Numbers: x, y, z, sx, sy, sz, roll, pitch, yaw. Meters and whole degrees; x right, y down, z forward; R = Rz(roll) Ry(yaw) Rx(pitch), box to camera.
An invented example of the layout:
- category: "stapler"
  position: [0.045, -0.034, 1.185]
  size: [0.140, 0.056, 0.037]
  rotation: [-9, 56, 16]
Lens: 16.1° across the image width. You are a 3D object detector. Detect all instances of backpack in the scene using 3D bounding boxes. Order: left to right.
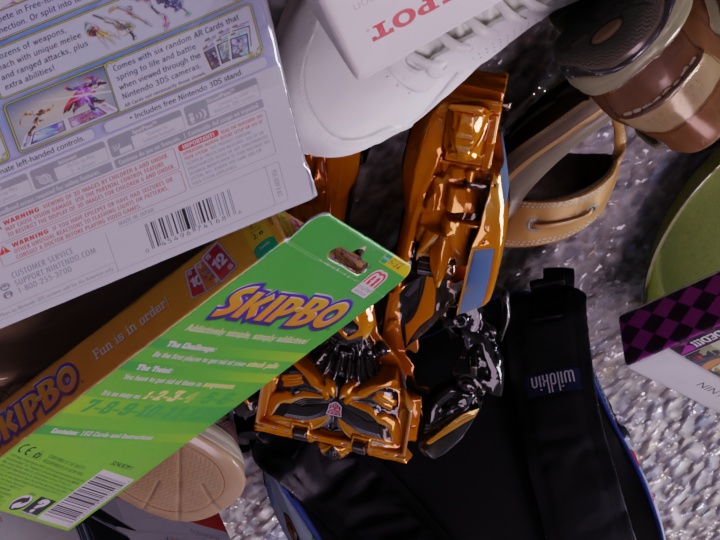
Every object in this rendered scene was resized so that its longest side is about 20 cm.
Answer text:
- category: "backpack"
  position: [0.055, 0.129, 1.248]
  size: [0.199, 0.191, 0.154]
  rotation: [-24, 150, -7]

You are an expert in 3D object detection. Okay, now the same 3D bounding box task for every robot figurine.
- category: "robot figurine"
  position: [0.000, 0.000, 1.139]
  size: [0.144, 0.058, 0.201]
  rotation: [12, 115, 5]

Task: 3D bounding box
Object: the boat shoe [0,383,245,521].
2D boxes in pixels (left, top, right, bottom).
- category: "boat shoe"
  position: [-0.132, 0.040, 1.151]
  size: [0.200, 0.065, 0.072]
  rotation: [36, 118, -26]

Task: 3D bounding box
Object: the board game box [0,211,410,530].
- category: "board game box"
  position: [-0.077, 0.039, 1.077]
  size: [0.199, 0.030, 0.095]
  rotation: [-34, 154, 14]

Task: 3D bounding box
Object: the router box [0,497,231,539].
- category: "router box"
  position: [-0.124, 0.161, 1.186]
  size: [0.199, 0.180, 0.049]
  rotation: [24, 117, -43]

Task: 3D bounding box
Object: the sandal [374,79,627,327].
- category: "sandal"
  position: [0.081, -0.034, 1.180]
  size: [0.054, 0.080, 0.200]
  rotation: [42, 113, -7]

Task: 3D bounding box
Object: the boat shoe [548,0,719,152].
- category: "boat shoe"
  position: [0.126, -0.098, 1.067]
  size: [0.076, 0.200, 0.074]
  rotation: [-39, 101, 22]

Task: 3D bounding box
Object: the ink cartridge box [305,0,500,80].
- category: "ink cartridge box"
  position: [0.008, -0.181, 0.920]
  size: [0.128, 0.126, 0.200]
  rotation: [-29, 138, -1]

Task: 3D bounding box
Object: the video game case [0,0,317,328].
- category: "video game case"
  position: [-0.128, -0.063, 0.928]
  size: [0.199, 0.046, 0.182]
  rotation: [-23, 139, -8]

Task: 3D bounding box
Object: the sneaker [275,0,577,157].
- category: "sneaker"
  position: [0.046, -0.121, 1.031]
  size: [0.200, 0.099, 0.078]
  rotation: [-43, 106, -18]

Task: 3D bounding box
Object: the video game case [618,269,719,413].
- category: "video game case"
  position: [0.261, 0.028, 1.276]
  size: [0.199, 0.036, 0.181]
  rotation: [-26, 144, 35]

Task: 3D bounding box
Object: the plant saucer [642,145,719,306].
- category: "plant saucer"
  position: [0.230, -0.023, 1.318]
  size: [0.199, 0.031, 0.201]
  rotation: [-15, 136, -15]

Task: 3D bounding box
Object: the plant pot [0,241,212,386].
- category: "plant pot"
  position: [-0.147, -0.055, 1.027]
  size: [0.200, 0.093, 0.202]
  rotation: [-16, 137, -16]
